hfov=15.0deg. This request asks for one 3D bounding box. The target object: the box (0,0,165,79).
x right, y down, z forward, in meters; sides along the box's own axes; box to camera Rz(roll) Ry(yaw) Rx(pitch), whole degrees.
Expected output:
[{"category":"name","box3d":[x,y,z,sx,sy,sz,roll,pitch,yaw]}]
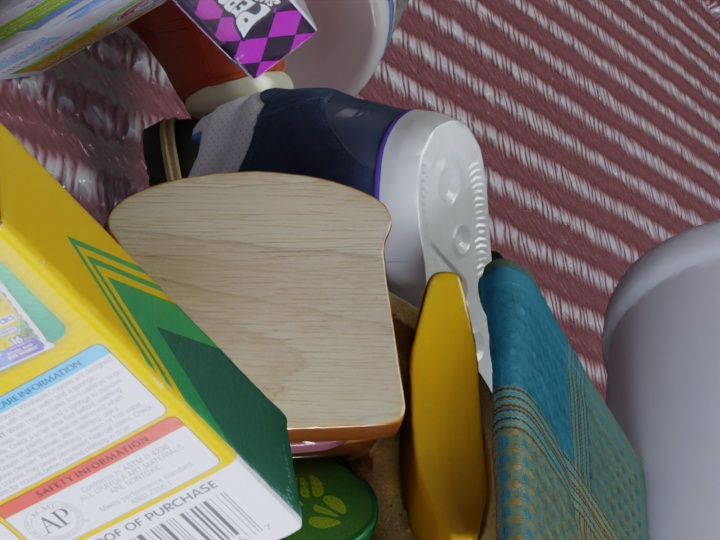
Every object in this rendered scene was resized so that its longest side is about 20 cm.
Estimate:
[{"category":"box","box3d":[-0.142,-0.142,1.091,0.102,0.112,0.200,63,15,0]}]

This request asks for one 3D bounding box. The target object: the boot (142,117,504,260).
[{"category":"boot","box3d":[0.000,0.000,1.202,0.201,0.138,0.077,63,10,9]}]

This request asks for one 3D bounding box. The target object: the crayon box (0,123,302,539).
[{"category":"crayon box","box3d":[-0.123,0.036,0.844,0.200,0.125,0.052,49,21,-41]}]

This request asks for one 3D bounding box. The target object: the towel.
[{"category":"towel","box3d":[0.079,0.110,1.026,0.201,0.022,0.147,-88,154,-45]}]

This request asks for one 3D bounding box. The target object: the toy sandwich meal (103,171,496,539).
[{"category":"toy sandwich meal","box3d":[-0.030,0.055,1.010,0.070,0.204,0.206,103,-25,-54]}]

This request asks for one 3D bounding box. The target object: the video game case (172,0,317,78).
[{"category":"video game case","box3d":[-0.098,-0.184,0.984,0.181,0.036,0.200,48,12,-36]}]

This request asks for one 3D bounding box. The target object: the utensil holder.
[{"category":"utensil holder","box3d":[0.183,0.105,1.185,0.170,0.169,0.201,49,36,-39]}]

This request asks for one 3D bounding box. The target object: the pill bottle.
[{"category":"pill bottle","box3d":[-0.029,-0.159,1.466,0.114,0.113,0.200,59,17,-13]}]

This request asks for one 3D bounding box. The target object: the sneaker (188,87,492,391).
[{"category":"sneaker","box3d":[-0.021,0.023,1.141,0.080,0.146,0.201,-18,111,-54]}]

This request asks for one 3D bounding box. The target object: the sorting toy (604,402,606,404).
[{"category":"sorting toy","box3d":[0.123,0.146,1.353,0.200,0.106,0.181,-3,-72,69]}]

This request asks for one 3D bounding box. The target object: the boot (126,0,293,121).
[{"category":"boot","box3d":[-0.075,-0.111,1.275,0.200,0.075,0.108,175,-101,-81]}]
